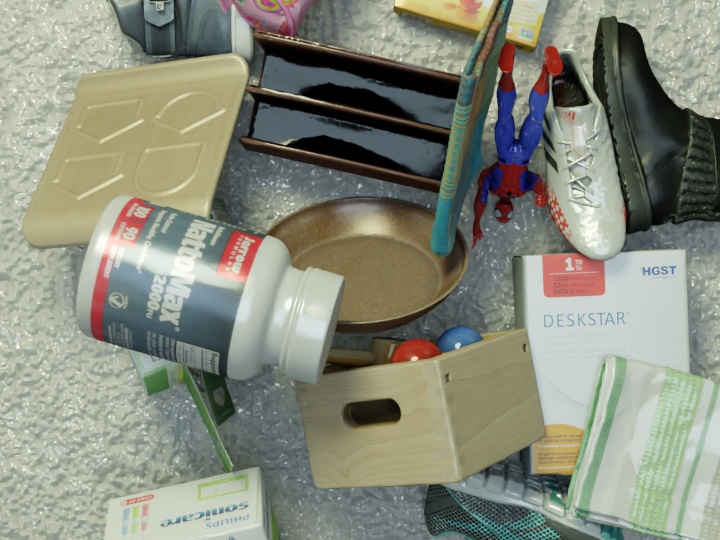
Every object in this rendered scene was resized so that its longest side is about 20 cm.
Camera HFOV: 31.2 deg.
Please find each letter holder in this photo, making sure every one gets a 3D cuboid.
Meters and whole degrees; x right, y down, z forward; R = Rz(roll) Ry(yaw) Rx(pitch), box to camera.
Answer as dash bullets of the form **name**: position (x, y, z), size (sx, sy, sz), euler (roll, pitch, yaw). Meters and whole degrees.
- **letter holder**: position (-0.007, -0.144, 1.176), size (0.197, 0.142, 0.102), euler (13, 91, 1)

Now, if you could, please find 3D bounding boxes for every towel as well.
- **towel**: position (0.098, -0.127, 1.125), size (0.021, 0.148, 0.201), euler (16, 136, 8)
- **towel**: position (0.296, 0.171, 1.156), size (0.197, 0.031, 0.151), euler (14, 92, 0)

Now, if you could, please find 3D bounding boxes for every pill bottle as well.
- **pill bottle**: position (-0.118, 0.021, 1.045), size (0.197, 0.120, 0.121), euler (15, 91, 3)

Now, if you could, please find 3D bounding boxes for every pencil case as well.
- **pencil case**: position (-0.045, -0.303, 1.174), size (0.087, 0.087, 0.201), euler (35, 71, 0)

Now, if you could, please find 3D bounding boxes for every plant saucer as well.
- **plant saucer**: position (0.000, 0.000, 1.174), size (0.197, 0.201, 0.037), euler (-2, 124, 1)

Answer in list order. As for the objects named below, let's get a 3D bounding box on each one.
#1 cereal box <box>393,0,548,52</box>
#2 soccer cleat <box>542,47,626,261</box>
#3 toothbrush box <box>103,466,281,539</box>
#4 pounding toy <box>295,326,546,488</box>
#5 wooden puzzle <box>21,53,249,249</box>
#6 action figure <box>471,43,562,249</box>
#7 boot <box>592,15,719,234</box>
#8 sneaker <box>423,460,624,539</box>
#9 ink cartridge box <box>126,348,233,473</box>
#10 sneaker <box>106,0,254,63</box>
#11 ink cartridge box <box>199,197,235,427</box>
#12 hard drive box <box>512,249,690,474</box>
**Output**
- **cereal box**: position (0.124, -0.325, 1.222), size (0.142, 0.040, 0.203), euler (15, 91, 1)
- **soccer cleat**: position (0.199, -0.107, 1.172), size (0.068, 0.085, 0.203), euler (-8, 66, 1)
- **toothbrush box**: position (-0.136, 0.295, 1.174), size (0.144, 0.086, 0.202), euler (-13, 121, 1)
- **pounding toy**: position (0.026, 0.106, 1.144), size (0.198, 0.183, 0.144), euler (-10, 92, 36)
- **wooden puzzle**: position (-0.198, -0.103, 1.176), size (0.183, 0.046, 0.202), euler (-5, 52, 18)
- **action figure**: position (0.138, -0.094, 1.150), size (0.064, 0.201, 0.100), euler (4, 54, 2)
- **boot**: position (0.304, -0.141, 1.201), size (0.156, 0.079, 0.214), euler (-10, 89, 0)
- **sneaker**: position (0.150, 0.238, 1.224), size (0.198, 0.078, 0.092), euler (20, 108, 4)
- **ink cartridge box**: position (-0.176, 0.097, 1.169), size (0.047, 0.146, 0.202), euler (-21, 82, -11)
- **sneaker**: position (-0.172, -0.299, 1.211), size (0.144, 0.077, 0.206), euler (0, 92, -1)
- **ink cartridge box**: position (-0.130, 0.035, 1.201), size (0.059, 0.104, 0.203), euler (-17, 90, 2)
- **hard drive box**: position (0.225, 0.083, 1.208), size (0.153, 0.077, 0.203), euler (-3, 91, 1)
